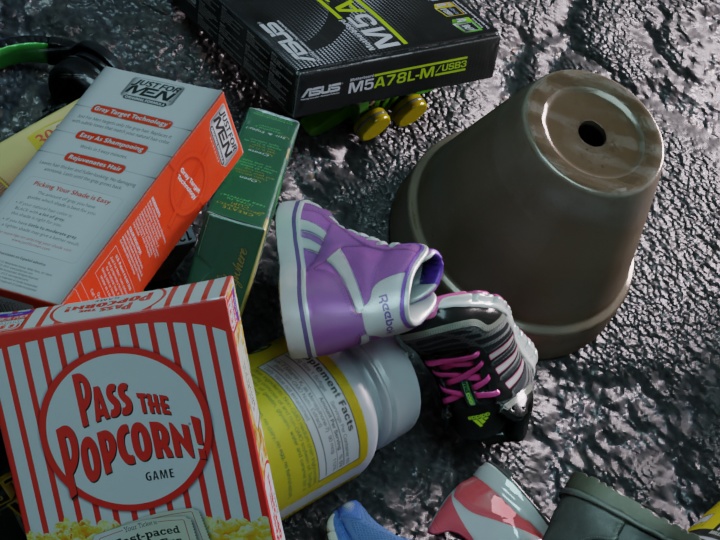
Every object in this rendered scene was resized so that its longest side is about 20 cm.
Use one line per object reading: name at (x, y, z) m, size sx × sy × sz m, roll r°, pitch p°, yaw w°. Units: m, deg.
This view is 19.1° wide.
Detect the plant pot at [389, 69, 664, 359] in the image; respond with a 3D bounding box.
plant pot at (0.144, -0.060, 1.649) m, size 0.200 × 0.174 × 0.200 m, roll 11°, pitch 54°, yaw -16°

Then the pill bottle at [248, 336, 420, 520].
pill bottle at (-0.061, 0.113, 1.484) m, size 0.200 × 0.114 × 0.114 m, roll -27°, pitch 72°, yaw -35°

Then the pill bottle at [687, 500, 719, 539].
pill bottle at (0.317, 0.201, 1.590) m, size 0.112 × 0.112 × 0.200 m, roll 47°, pitch 53°, yaw 11°

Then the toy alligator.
toy alligator at (0.037, -0.158, 1.741) m, size 0.200 × 0.054 × 0.059 m, roll -24°, pitch 71°, yaw -33°

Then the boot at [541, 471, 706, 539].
boot at (0.161, 0.260, 1.458) m, size 0.182 × 0.073 × 0.200 m, roll 27°, pitch 72°, yaw 16°

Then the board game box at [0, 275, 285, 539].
board game box at (-0.133, 0.114, 1.294) m, size 0.151 × 0.200 × 0.046 m, roll -10°, pitch 15°, yaw 6°

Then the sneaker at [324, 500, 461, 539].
sneaker at (0.054, 0.217, 1.449) m, size 0.089 × 0.079 × 0.200 m, roll -42°, pitch 51°, yaw -11°

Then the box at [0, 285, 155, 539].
box at (-0.191, 0.122, 1.389) m, size 0.200 × 0.049 × 0.160 m, roll -30°, pitch 65°, yaw 11°

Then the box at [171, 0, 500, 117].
box at (-0.021, -0.202, 1.707) m, size 0.193 × 0.048 × 0.200 m, roll -12°, pitch 39°, yaw -31°

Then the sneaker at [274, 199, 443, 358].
sneaker at (0.000, 0.001, 1.494) m, size 0.114 × 0.073 × 0.201 m, roll -12°, pitch 26°, yaw 1°

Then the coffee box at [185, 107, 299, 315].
coffee box at (-0.089, -0.023, 1.508) m, size 0.044 × 0.123 × 0.200 m, roll 18°, pitch 24°, yaw -2°

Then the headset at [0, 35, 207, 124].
headset at (-0.204, -0.122, 1.589) m, size 0.200 × 0.094 × 0.124 m, roll 13°, pitch 54°, yaw -1°

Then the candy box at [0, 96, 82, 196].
candy box at (-0.232, -0.023, 1.449) m, size 0.200 × 0.055 × 0.115 m, roll -35°, pitch 85°, yaw -33°

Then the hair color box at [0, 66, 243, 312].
hair color box at (-0.171, -0.039, 1.388) m, size 0.101 × 0.061 × 0.200 m, roll 14°, pitch 53°, yaw 28°

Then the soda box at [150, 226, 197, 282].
soda box at (-0.222, -0.017, 1.526) m, size 0.200 × 0.068 × 0.064 m, roll -13°, pitch 71°, yaw -29°

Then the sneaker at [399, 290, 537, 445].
sneaker at (0.082, 0.075, 1.549) m, size 0.074 × 0.200 × 0.088 m, roll -10°, pitch 68°, yaw 19°

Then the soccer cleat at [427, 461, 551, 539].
soccer cleat at (0.133, 0.232, 1.531) m, size 0.073 × 0.068 × 0.200 m, roll -40°, pitch 87°, yaw -8°
